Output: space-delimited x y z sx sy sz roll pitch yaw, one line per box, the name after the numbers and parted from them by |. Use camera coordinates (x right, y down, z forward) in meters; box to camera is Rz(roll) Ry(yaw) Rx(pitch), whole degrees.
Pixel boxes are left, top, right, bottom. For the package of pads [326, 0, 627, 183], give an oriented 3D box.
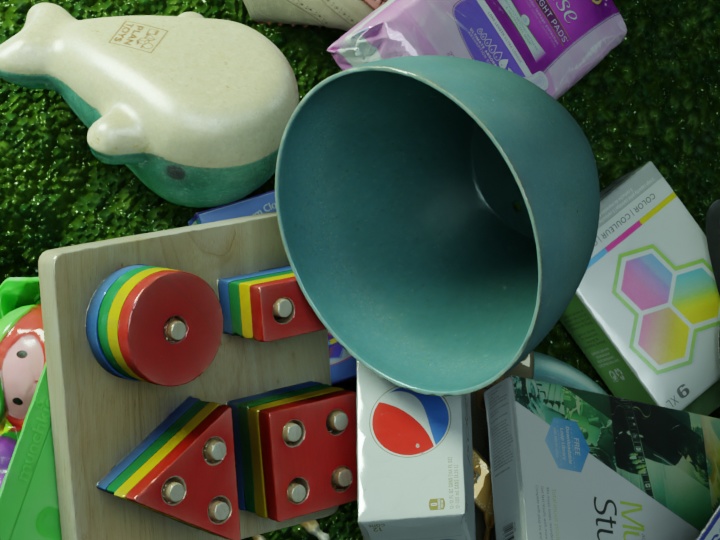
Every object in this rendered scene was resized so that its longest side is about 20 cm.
0.081 -0.150 1.538 0.200 0.075 0.121 -41 104 -37 | package of pads

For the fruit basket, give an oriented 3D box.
-0.248 0.094 1.451 0.214 0.155 0.217 1 89 -29 | fruit basket

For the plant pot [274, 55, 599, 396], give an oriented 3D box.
0.067 -0.043 1.391 0.134 0.200 0.201 -27 89 -44 | plant pot

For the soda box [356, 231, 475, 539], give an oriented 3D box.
0.034 0.079 1.453 0.068 0.064 0.201 -5 58 7 | soda box

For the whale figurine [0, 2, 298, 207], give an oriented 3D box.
-0.140 -0.109 1.521 0.199 0.104 0.159 17 41 9 | whale figurine

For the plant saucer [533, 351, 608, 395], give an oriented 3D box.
0.115 0.145 1.546 0.199 0.027 0.202 8 70 -23 | plant saucer

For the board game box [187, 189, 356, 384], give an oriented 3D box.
0.000 0.000 1.557 0.199 0.045 0.135 -17 87 -14 | board game box

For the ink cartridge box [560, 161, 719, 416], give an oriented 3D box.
0.210 0.038 1.588 0.104 0.059 0.201 -36 92 -18 | ink cartridge box

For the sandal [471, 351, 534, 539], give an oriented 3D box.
0.081 0.119 1.492 0.080 0.054 0.201 18 66 -19 | sandal

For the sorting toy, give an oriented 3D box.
-0.088 0.076 1.430 0.198 0.069 0.202 -11 102 -36 | sorting toy

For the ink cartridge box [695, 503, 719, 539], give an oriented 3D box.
0.297 0.153 1.474 0.200 0.047 0.198 42 79 -31 | ink cartridge box

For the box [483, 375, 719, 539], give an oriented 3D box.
0.171 0.154 1.484 0.199 0.036 0.145 13 61 -33 | box

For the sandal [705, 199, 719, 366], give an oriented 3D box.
0.256 0.052 1.534 0.043 0.076 0.202 -10 77 -18 | sandal

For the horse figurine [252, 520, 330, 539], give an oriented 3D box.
0.016 0.219 1.532 0.199 0.050 0.133 -14 79 -11 | horse figurine

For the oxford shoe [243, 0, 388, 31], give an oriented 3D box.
-0.037 -0.192 1.575 0.199 0.071 0.075 35 110 -12 | oxford shoe
